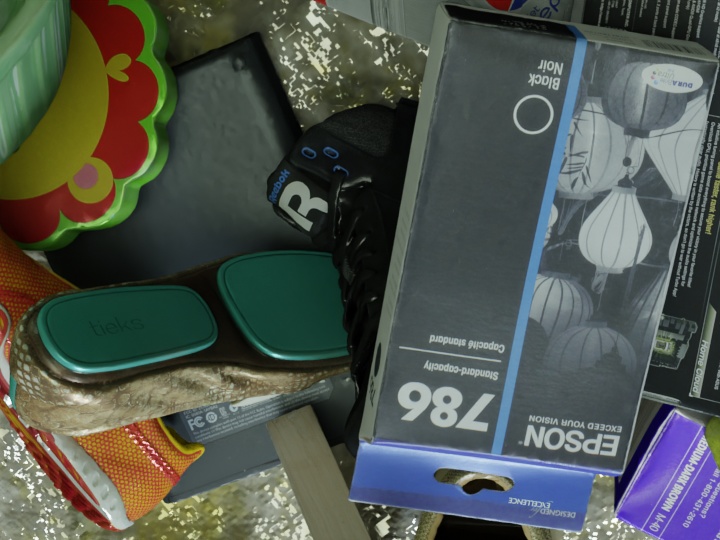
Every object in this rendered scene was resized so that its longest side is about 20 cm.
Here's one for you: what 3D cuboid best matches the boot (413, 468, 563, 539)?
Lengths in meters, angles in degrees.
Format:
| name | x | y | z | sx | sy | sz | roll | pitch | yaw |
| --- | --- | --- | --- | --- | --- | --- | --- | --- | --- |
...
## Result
| name | x | y | z | sx | sy | sz | roll | pitch | yaw |
| --- | --- | --- | --- | --- | --- | --- | --- | --- | --- |
| boot | 0.060 | 0.155 | 0.796 | 0.073 | 0.155 | 0.200 | 5 | 107 | 6 |

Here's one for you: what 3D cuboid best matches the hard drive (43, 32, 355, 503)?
| name | x | y | z | sx | sy | sz | roll | pitch | yaw |
| --- | --- | --- | --- | --- | --- | --- | --- | --- | --- |
| hard drive | -0.074 | 0.002 | 0.834 | 0.139 | 0.033 | 0.200 | -20 | 103 | 13 |

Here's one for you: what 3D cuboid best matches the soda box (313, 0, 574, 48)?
| name | x | y | z | sx | sy | sz | roll | pitch | yaw |
| --- | --- | --- | --- | --- | --- | --- | --- | --- | --- |
| soda box | 0.005 | -0.143 | 0.698 | 0.063 | 0.200 | 0.068 | -3 | 112 | -34 |

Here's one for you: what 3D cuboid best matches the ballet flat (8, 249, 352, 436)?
| name | x | y | z | sx | sy | sz | roll | pitch | yaw |
| --- | --- | --- | --- | --- | --- | --- | --- | --- | --- |
| ballet flat | -0.069 | 0.033 | 0.761 | 0.065 | 0.200 | 0.071 | -52 | 53 | 42 |

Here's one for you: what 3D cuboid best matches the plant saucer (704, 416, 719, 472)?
| name | x | y | z | sx | sy | sz | roll | pitch | yaw |
| --- | --- | --- | --- | --- | --- | --- | --- | --- | --- |
| plant saucer | 0.274 | 0.113 | 0.706 | 0.200 | 0.048 | 0.200 | -20 | 77 | -14 |

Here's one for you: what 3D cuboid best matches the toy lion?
| name | x | y | z | sx | sy | sz | roll | pitch | yaw |
| --- | --- | --- | --- | --- | --- | --- | --- | --- | --- |
| toy lion | -0.187 | -0.100 | 0.789 | 0.191 | 0.069 | 0.200 | -19 | 89 | 6 |

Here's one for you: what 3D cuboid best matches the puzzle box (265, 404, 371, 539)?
| name | x | y | z | sx | sy | sz | roll | pitch | yaw |
| --- | --- | --- | --- | --- | --- | --- | --- | --- | --- |
| puzzle box | 0.011 | 0.165 | 0.770 | 0.025 | 0.200 | 0.133 | -24 | 123 | -4 |

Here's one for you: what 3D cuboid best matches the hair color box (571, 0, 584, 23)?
| name | x | y | z | sx | sy | sz | roll | pitch | yaw |
| --- | --- | --- | --- | --- | --- | --- | --- | --- | --- |
| hair color box | 0.154 | -0.137 | 0.671 | 0.111 | 0.064 | 0.200 | 44 | 117 | 3 |

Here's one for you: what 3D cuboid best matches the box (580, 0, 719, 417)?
| name | x | y | z | sx | sy | sz | roll | pitch | yaw |
| --- | --- | --- | --- | --- | --- | --- | --- | --- | --- |
| box | 0.157 | -0.040 | 0.644 | 0.160 | 0.044 | 0.200 | 13 | 113 | 17 |

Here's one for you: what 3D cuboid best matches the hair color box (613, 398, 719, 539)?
| name | x | y | z | sx | sy | sz | roll | pitch | yaw |
| --- | --- | --- | --- | --- | --- | --- | --- | --- | --- |
| hair color box | 0.217 | 0.112 | 0.786 | 0.200 | 0.109 | 0.065 | 25 | 108 | 1 |

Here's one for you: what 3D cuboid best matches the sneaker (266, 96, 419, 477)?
| name | x | y | z | sx | sy | sz | roll | pitch | yaw |
| --- | --- | --- | --- | --- | --- | --- | --- | --- | --- |
| sneaker | 0.000 | 0.000 | 0.747 | 0.112 | 0.200 | 0.073 | 24 | 132 | 3 |

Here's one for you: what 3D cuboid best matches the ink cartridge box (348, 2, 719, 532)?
| name | x | y | z | sx | sy | sz | roll | pitch | yaw |
| --- | --- | --- | --- | --- | --- | --- | --- | --- | --- |
| ink cartridge box | 0.059 | 0.009 | 0.626 | 0.099 | 0.039 | 0.200 | 7 | 108 | -6 |

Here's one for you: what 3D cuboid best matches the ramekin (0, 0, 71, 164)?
| name | x | y | z | sx | sy | sz | roll | pitch | yaw |
| --- | --- | --- | --- | --- | --- | --- | --- | --- | --- |
| ramekin | -0.211 | -0.117 | 0.693 | 0.200 | 0.098 | 0.200 | 1 | 66 | -2 |

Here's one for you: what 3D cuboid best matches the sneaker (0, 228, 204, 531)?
| name | x | y | z | sx | sy | sz | roll | pitch | yaw |
| --- | --- | --- | --- | --- | --- | --- | --- | --- | --- |
| sneaker | -0.141 | 0.031 | 0.780 | 0.077 | 0.073 | 0.200 | -45 | 130 | -22 |
